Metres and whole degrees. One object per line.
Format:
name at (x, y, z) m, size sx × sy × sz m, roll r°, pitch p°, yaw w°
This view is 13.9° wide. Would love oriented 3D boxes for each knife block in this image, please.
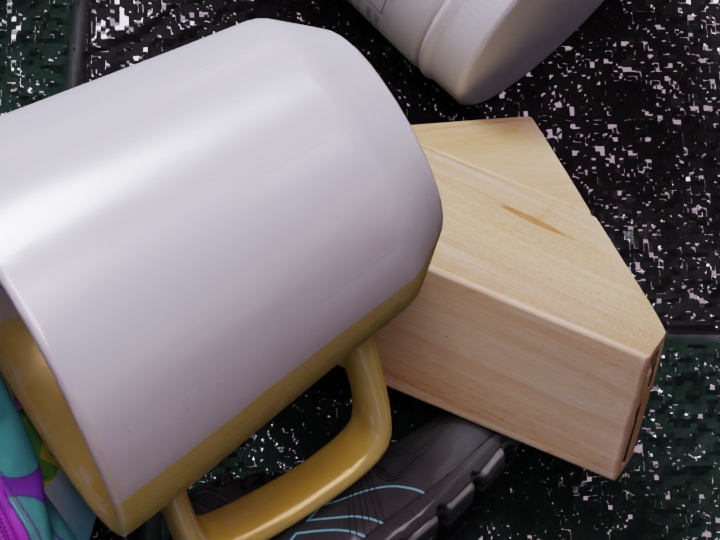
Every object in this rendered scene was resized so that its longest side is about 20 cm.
knife block at (0.000, 0.000, 1.124) m, size 0.175 × 0.064 × 0.200 m, roll -7°, pitch 42°, yaw -20°

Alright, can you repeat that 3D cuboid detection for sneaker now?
sneaker at (-0.025, 0.101, 1.119) m, size 0.200 × 0.075 × 0.079 m, roll -38°, pitch 75°, yaw -16°

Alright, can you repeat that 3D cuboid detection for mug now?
mug at (-0.056, -0.003, 1.038) m, size 0.153 × 0.187 × 0.150 m, roll -31°, pitch 69°, yaw -13°

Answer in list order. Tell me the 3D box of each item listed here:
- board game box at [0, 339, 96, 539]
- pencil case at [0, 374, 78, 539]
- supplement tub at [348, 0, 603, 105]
board game box at (-0.164, 0.075, 1.073) m, size 0.047 × 0.151 × 0.201 m, roll -11°, pitch 55°, yaw 40°
pencil case at (-0.143, 0.071, 0.992) m, size 0.085 × 0.092 × 0.201 m, roll -35°, pitch 107°, yaw -36°
supplement tub at (0.016, -0.180, 1.191) m, size 0.132 × 0.132 × 0.200 m, roll -42°, pitch 79°, yaw -16°
